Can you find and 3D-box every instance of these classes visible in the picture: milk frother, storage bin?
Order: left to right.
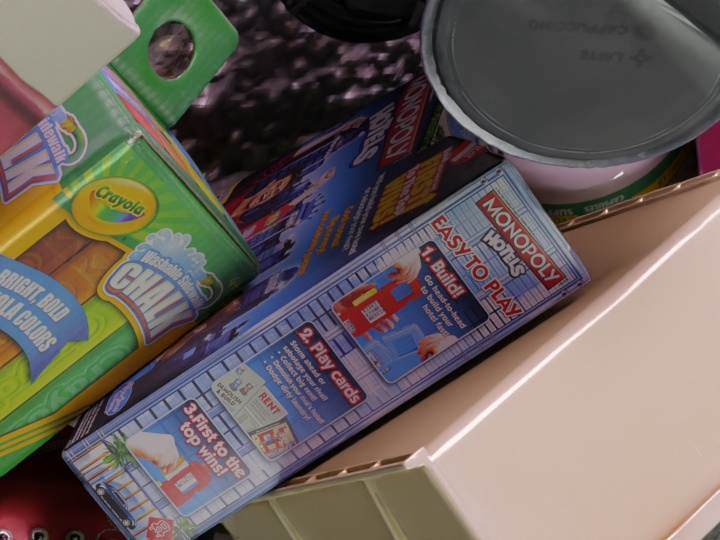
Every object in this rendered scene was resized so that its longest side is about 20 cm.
[{"bbox_3d":[0.049,-0.114,0.987,0.180,0.189,0.200,4,135,0],"label":"milk frother"},{"bbox_3d":[0.068,0.063,1.031,0.200,0.094,0.198,-39,-172,-26],"label":"storage bin"}]

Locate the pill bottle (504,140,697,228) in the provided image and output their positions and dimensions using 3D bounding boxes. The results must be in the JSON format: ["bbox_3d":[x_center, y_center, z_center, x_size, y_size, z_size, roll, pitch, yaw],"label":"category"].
[{"bbox_3d":[0.102,-0.030,1.215,0.113,0.113,0.200,-31,148,-9],"label":"pill bottle"}]

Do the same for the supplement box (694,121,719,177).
[{"bbox_3d":[0.187,-0.082,1.140,0.085,0.201,0.110,-7,147,11],"label":"supplement box"}]

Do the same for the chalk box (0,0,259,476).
[{"bbox_3d":[-0.127,-0.030,0.988,0.200,0.124,0.125,-38,148,3],"label":"chalk box"}]

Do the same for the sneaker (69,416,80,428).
[{"bbox_3d":[-0.168,0.115,1.178,0.075,0.076,0.200,2,132,-47],"label":"sneaker"}]

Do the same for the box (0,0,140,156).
[{"bbox_3d":[-0.196,-0.074,0.864,0.200,0.128,0.109,-41,147,6],"label":"box"}]

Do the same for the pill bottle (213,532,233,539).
[{"bbox_3d":[-0.109,0.179,1.215,0.112,0.113,0.200,-15,180,-30],"label":"pill bottle"}]

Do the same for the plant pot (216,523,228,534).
[{"bbox_3d":[0.004,0.152,1.306,0.200,0.200,0.193,-32,135,-7],"label":"plant pot"}]

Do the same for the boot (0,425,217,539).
[{"bbox_3d":[-0.145,0.119,1.029,0.200,0.144,0.073,-37,143,-51],"label":"boot"}]

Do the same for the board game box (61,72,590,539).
[{"bbox_3d":[0.000,0.000,1.042,0.199,0.200,0.062,-28,110,25],"label":"board game box"}]
